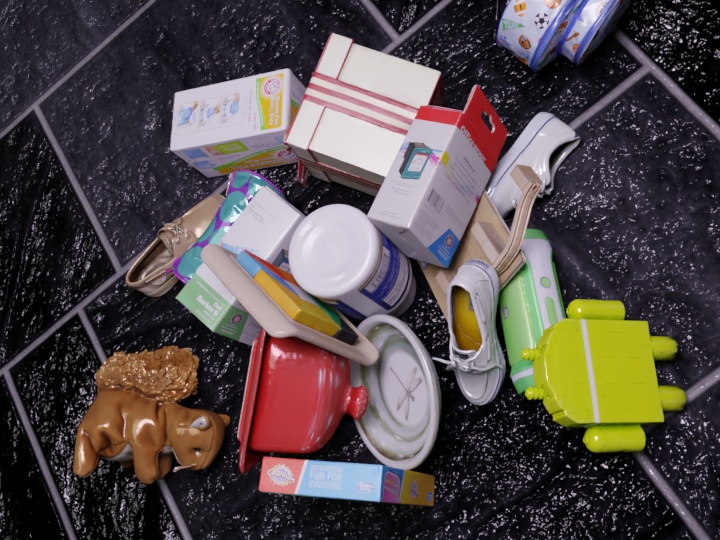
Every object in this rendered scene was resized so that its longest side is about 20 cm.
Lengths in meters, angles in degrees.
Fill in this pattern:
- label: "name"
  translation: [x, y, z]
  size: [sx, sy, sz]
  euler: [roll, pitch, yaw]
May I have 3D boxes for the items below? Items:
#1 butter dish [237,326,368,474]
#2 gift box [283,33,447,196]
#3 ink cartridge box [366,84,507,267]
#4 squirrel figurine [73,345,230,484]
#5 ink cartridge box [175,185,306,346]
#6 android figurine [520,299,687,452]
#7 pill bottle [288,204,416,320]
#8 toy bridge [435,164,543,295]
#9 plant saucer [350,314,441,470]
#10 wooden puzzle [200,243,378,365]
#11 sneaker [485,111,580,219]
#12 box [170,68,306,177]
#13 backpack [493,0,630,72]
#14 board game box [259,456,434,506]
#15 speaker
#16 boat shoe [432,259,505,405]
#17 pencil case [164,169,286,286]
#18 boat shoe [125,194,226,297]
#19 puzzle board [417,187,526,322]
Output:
- label: "butter dish"
  translation: [-0.062, 0.158, 1.112]
  size: [0.147, 0.200, 0.200]
  euler: [10, 92, 9]
- label: "gift box"
  translation: [0.004, -0.194, 1.202]
  size: [0.186, 0.200, 0.185]
  euler: [22, 79, 11]
- label: "ink cartridge box"
  translation: [0.100, -0.120, 1.066]
  size: [0.067, 0.116, 0.200]
  euler: [17, 75, 37]
- label: "squirrel figurine"
  translation: [-0.284, 0.201, 1.226]
  size: [0.186, 0.142, 0.201]
  euler: [-3, 75, 15]
- label: "ink cartridge box"
  translation: [-0.140, -0.001, 1.218]
  size: [0.087, 0.145, 0.200]
  euler: [36, 90, 26]
- label: "android figurine"
  translation: [0.282, 0.121, 1.006]
  size: [0.199, 0.041, 0.183]
  euler: [0, 71, -16]
- label: "pill bottle"
  translation: [0.000, 0.000, 1.128]
  size: [0.119, 0.200, 0.120]
  euler: [-7, 72, 20]
- label: "toy bridge"
  translation: [0.160, -0.032, 1.052]
  size: [0.200, 0.027, 0.067]
  euler: [-58, 43, 33]
- label: "plant saucer"
  translation: [0.052, 0.154, 1.111]
  size: [0.200, 0.050, 0.201]
  euler: [15, 108, 55]
- label: "wooden puzzle"
  translation: [-0.082, 0.038, 1.070]
  size: [0.185, 0.200, 0.037]
  euler: [43, 102, 36]
- label: "sneaker"
  translation: [0.218, -0.119, 1.145]
  size: [0.071, 0.073, 0.200]
  euler: [33, 89, 30]
- label: "box"
  translation: [-0.174, -0.222, 1.318]
  size: [0.199, 0.112, 0.102]
  euler: [-7, 70, 22]
- label: "backpack"
  translation: [0.269, -0.357, 1.145]
  size: [0.191, 0.200, 0.154]
  euler: [-46, 76, 8]
- label: "board game box"
  translation: [-0.010, 0.260, 1.054]
  size: [0.152, 0.200, 0.040]
  euler: [-1, 74, 22]
- label: "speaker"
  translation: [0.216, 0.053, 1.084]
  size: [0.088, 0.088, 0.201]
  euler: [-15, 69, 18]
- label: "boat shoe"
  translation: [0.131, 0.093, 1.052]
  size: [0.074, 0.086, 0.203]
  euler: [17, 125, 31]
- label: "pencil case"
  translation: [-0.200, -0.055, 1.291]
  size: [0.092, 0.085, 0.200]
  euler: [34, 88, -8]
- label: "boat shoe"
  translation: [-0.280, -0.041, 1.335]
  size: [0.200, 0.065, 0.071]
  euler: [-49, 63, 3]
- label: "puzzle board"
  translation: [0.132, -0.036, 1.133]
  size: [0.151, 0.017, 0.200]
  euler: [-55, 43, 36]
